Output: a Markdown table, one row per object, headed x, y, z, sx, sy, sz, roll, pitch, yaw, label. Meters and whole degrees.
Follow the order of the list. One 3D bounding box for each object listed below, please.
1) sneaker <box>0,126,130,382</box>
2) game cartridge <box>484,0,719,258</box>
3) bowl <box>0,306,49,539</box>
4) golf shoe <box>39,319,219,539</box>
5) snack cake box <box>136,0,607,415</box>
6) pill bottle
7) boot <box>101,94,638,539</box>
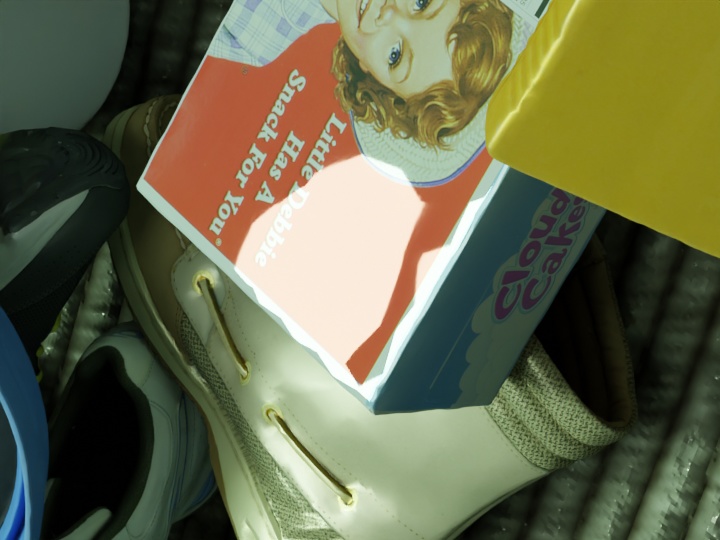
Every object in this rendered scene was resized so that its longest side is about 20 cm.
| x | y | z | sx | sy | sz | roll | pitch | yaw | label |
| --- | --- | --- | --- | --- | --- | --- | --- | --- | --- |
| -0.138 | 0.030 | 0.991 | 0.200 | 0.084 | 0.075 | -42 | 30 | 26 | sneaker |
| 0.151 | -0.076 | 0.717 | 0.175 | 0.033 | 0.200 | 23 | 127 | -12 | game cartridge |
| -0.195 | 0.051 | 0.932 | 0.199 | 0.039 | 0.202 | 7 | 122 | 11 | bowl |
| -0.104 | 0.109 | 0.995 | 0.078 | 0.097 | 0.201 | 15 | 91 | 18 | golf shoe |
| 0.032 | -0.072 | 0.819 | 0.115 | 0.067 | 0.201 | 42 | 113 | 29 | snack cake box |
| -0.185 | -0.101 | 1.057 | 0.199 | 0.115 | 0.117 | 10 | 107 | 42 | pill bottle |
| 0.000 | 0.000 | 0.932 | 0.155 | 0.073 | 0.201 | -39 | 64 | 37 | boot |
